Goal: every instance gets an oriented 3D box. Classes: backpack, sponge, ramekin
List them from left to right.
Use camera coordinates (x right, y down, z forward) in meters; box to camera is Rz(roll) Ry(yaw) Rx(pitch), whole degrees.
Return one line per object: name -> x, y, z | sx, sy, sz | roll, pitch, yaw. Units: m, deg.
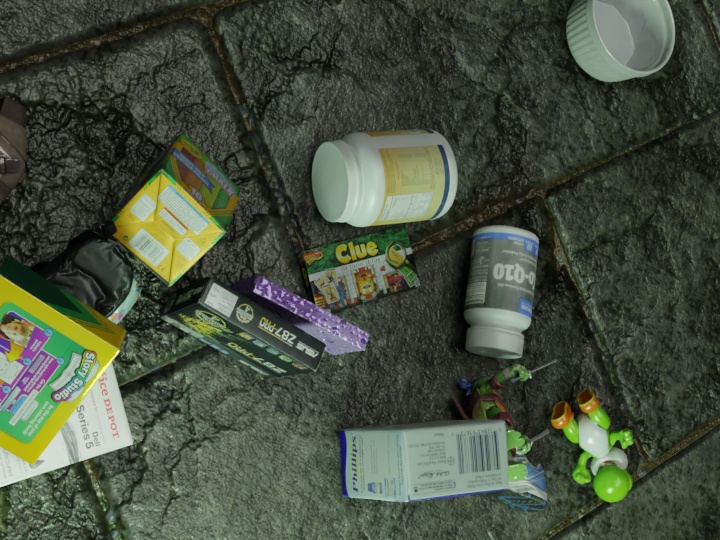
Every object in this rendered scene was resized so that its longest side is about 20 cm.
backpack -> -0.365, 0.026, 1.482 | 0.166, 0.200, 0.127 | -34, 97, -8
sponge -> -0.092, 0.068, 1.673 | 0.198, 0.111, 0.030 | 29, 71, -22
ramekin -> 0.471, -0.445, 2.074 | 0.198, 0.105, 0.203 | 5, 79, -29

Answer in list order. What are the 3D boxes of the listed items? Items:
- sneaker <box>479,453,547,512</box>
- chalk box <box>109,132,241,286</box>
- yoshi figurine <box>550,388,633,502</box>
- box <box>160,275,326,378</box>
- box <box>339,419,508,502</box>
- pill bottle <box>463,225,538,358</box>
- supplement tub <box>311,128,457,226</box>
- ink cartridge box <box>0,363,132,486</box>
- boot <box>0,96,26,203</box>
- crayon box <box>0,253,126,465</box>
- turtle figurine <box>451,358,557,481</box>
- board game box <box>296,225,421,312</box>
sneaker -> 0.223, 0.327, 1.840 | 0.199, 0.075, 0.078 | 30, 52, -25
chalk box -> -0.254, -0.097, 1.580 | 0.124, 0.124, 0.201 | 42, 21, -17
yoshi figurine -> 0.407, 0.312, 1.915 | 0.112, 0.112, 0.201 | -41, 108, -28
box -> -0.168, 0.085, 1.600 | 0.199, 0.161, 0.050 | 32, 69, -22
box -> 0.092, 0.283, 1.690 | 0.182, 0.199, 0.107 | 0, 83, -29
pill bottle -> 0.230, 0.037, 1.857 | 0.112, 0.113, 0.203 | 14, 75, -26
supplement tub -> 0.037, -0.145, 1.761 | 0.198, 0.144, 0.147 | -7, 85, -29
ink cartridge box -> -0.418, 0.189, 1.487 | 0.198, 0.084, 0.148 | -15, 89, -29
boot -> -0.536, -0.178, 1.491 | 0.198, 0.070, 0.148 | 22, 74, -24
crayon box -> -0.411, 0.111, 1.362 | 0.172, 0.058, 0.200 | 35, 107, -19
turtle figurine -> 0.254, 0.232, 1.790 | 0.198, 0.145, 0.195 | 21, 30, -11
board game box -> 0.000, 0.000, 1.788 | 0.198, 0.023, 0.106 | -16, 88, -30
